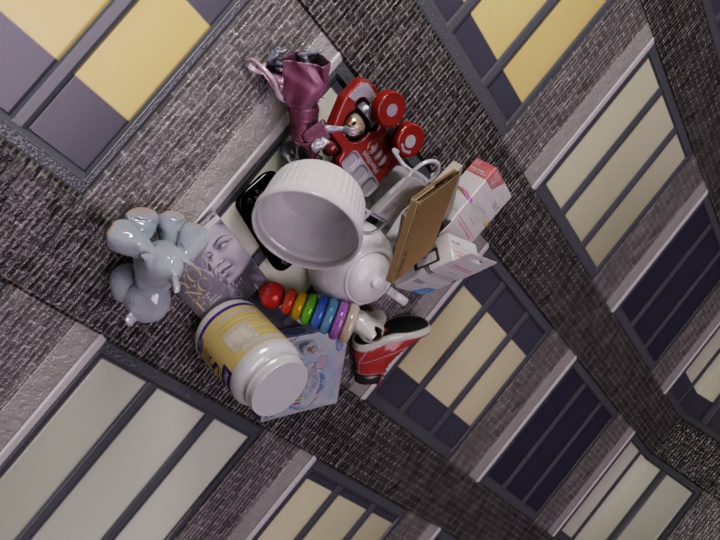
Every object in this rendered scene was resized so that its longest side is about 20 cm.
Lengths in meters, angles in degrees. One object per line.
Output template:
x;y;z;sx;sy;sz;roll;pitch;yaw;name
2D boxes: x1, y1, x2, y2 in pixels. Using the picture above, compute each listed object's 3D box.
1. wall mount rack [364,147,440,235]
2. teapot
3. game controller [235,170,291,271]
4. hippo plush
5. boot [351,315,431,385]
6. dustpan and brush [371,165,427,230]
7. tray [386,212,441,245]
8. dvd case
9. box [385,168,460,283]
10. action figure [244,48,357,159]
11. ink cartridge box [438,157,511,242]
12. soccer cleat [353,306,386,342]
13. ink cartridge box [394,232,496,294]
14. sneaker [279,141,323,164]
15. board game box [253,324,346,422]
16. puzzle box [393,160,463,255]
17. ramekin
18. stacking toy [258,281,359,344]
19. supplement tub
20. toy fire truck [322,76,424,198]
0.075;-0.150;1.423;0.200;0.075;0.174;-42;147;18;wall mount rack
0.000;0.000;1.514;0.199;0.146;0.198;-19;125;-30;teapot
-0.161;-0.093;1.407;0.104;0.042;0.200;-39;133;-14;game controller
-0.337;0.004;1.252;0.159;0.200;0.161;-31;153;-50;hippo plush
0.074;0.192;1.734;0.199;0.072;0.145;-17;124;-21;boot
0.055;-0.174;1.531;0.140;0.057;0.200;-57;141;-2;dustpan and brush
0.125;-0.081;1.608;0.108;0.022;0.200;-55;152;-1;tray
-0.278;0.003;1.387;0.149;0.016;0.200;-42;133;-11;dvd case
0.121;-0.086;1.445;0.163;0.021;0.201;-38;153;-45;box
-0.100;-0.279;1.287;0.148;0.134;0.201;-21;123;-27;action figure
0.239;-0.137;1.671;0.200;0.067;0.117;-49;139;-6;ink cartridge box
0.023;0.124;1.603;0.069;0.078;0.200;-46;166;8;soccer cleat
0.179;-0.019;1.607;0.200;0.068;0.116;-25;155;34;ink cartridge box
-0.092;-0.155;1.403;0.200;0.086;0.078;46;41;-25;sneaker
-0.128;0.214;1.605;0.198;0.043;0.201;-7;118;-35;board game box
0.138;-0.120;1.513;0.200;0.025;0.133;-46;158;-34;puzzle box
-0.085;-0.105;1.320;0.200;0.199;0.105;60;34;-41;ramekin
-0.106;0.073;1.467;0.199;0.085;0.086;22;103;-4;stacking toy
-0.205;0.163;1.395;0.145;0.200;0.146;-27;137;-28;supplement tub
0.011;-0.252;1.400;0.168;0.112;0.200;-47;132;-8;toy fire truck
